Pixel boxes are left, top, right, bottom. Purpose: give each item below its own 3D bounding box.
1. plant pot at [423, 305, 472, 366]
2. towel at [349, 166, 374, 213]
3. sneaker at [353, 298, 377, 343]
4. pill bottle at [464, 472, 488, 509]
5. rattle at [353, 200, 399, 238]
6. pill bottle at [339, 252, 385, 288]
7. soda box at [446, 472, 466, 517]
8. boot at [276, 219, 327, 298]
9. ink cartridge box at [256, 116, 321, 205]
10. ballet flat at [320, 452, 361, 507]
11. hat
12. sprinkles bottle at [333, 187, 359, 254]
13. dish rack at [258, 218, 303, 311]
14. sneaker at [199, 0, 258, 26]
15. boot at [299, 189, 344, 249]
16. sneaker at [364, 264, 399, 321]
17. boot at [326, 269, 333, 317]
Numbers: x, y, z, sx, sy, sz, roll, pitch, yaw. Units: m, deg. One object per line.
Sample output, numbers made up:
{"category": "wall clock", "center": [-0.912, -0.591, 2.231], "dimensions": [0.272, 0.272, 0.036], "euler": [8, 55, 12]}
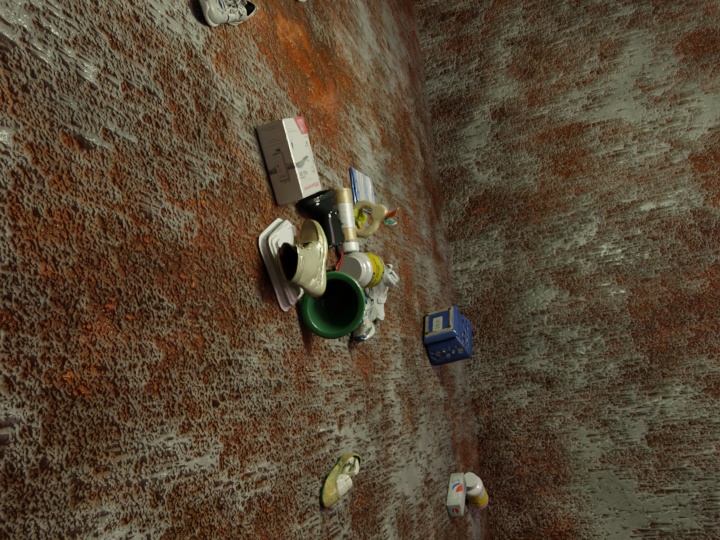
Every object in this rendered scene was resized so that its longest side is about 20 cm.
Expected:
{"category": "plant pot", "center": [0.390, 0.290, 2.724], "dimensions": [0.181, 0.196, 0.202], "euler": [55, 30, -35]}
{"category": "towel", "center": [0.011, -0.292, 2.195], "dimensions": [0.199, 0.023, 0.151], "euler": [12, 68, -69]}
{"category": "sneaker", "center": [0.000, 0.152, 1.883], "dimensions": [0.086, 0.076, 0.201], "euler": [59, 19, -22]}
{"category": "pill bottle", "center": [0.556, 1.074, 2.909], "dimensions": [0.105, 0.102, 0.202], "euler": [-78, 150, -47]}
{"category": "rattle", "center": [0.058, -0.162, 1.993], "dimensions": [0.143, 0.196, 0.133], "euler": [51, 34, -53]}
{"category": "pill bottle", "center": [0.000, 0.000, 1.877], "dimensions": [0.199, 0.110, 0.115], "euler": [-3, 82, -70]}
{"category": "soda box", "center": [0.429, 0.996, 2.649], "dimensions": [0.200, 0.062, 0.070], "euler": [-58, 133, -63]}
{"category": "boot", "center": [-0.143, -0.048, 1.442], "dimensions": [0.154, 0.071, 0.205], "euler": [34, 48, -61]}
{"category": "ink cartridge box", "center": [-0.182, -0.288, 1.554], "dimensions": [0.147, 0.081, 0.204], "euler": [-45, 122, -67]}
{"category": "ballet flat", "center": [-0.044, 0.537, 1.545], "dimensions": [0.200, 0.069, 0.072], "euler": [-41, 118, -68]}
{"category": "hat", "center": [-0.066, 0.073, 1.611], "dimensions": [0.166, 0.200, 0.176], "euler": [45, 2, -6]}
{"category": "sprinkles bottle", "center": [-0.050, -0.155, 1.881], "dimensions": [0.068, 0.067, 0.205], "euler": [11, 70, -69]}
{"category": "dish rack", "center": [-0.180, -0.020, 1.484], "dimensions": [0.172, 0.043, 0.204], "euler": [-59, 134, -62]}
{"category": "sneaker", "center": [-0.305, -0.615, 1.376], "dimensions": [0.200, 0.080, 0.076], "euler": [-57, 133, -63]}
{"category": "boot", "center": [-0.106, -0.142, 1.723], "dimensions": [0.198, 0.072, 0.166], "euler": [-43, 123, -68]}
{"category": "sneaker", "center": [0.079, 0.074, 2.060], "dimensions": [0.075, 0.112, 0.204], "euler": [-42, 120, -67]}
{"category": "boot", "center": [-0.066, 0.127, 1.715], "dimensions": [0.202, 0.063, 0.189], "euler": [66, 25, -45]}
